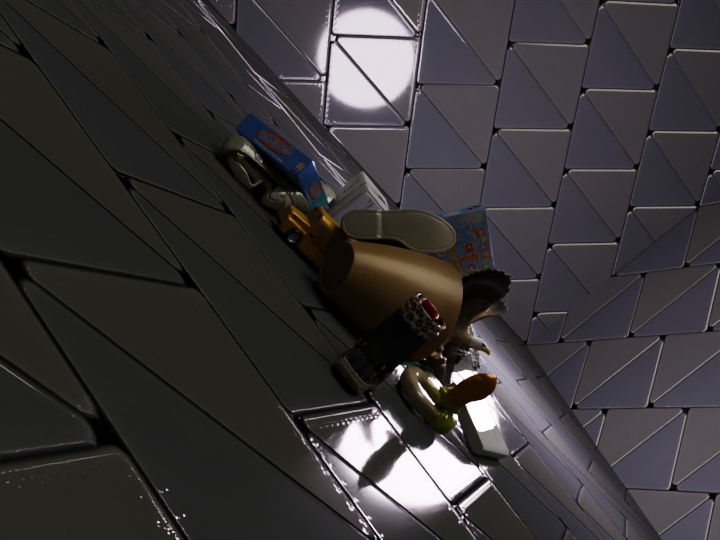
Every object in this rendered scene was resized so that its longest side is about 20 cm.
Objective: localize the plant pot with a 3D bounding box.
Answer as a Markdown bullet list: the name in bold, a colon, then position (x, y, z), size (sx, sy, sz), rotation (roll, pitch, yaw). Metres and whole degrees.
- **plant pot**: position (0.035, 0.031, 1.576), size (0.200, 0.186, 0.186), rotation (27, 20, -33)

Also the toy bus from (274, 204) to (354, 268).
- **toy bus**: position (-0.059, -0.041, 1.657), size (0.200, 0.078, 0.065), rotation (45, 9, -27)

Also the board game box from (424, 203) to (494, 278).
- **board game box**: position (0.136, -0.026, 1.712), size (0.037, 0.200, 0.152), rotation (-105, -177, -70)

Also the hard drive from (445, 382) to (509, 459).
- **hard drive**: position (0.220, 0.283, 1.773), size (0.200, 0.026, 0.132), rotation (31, 34, -64)

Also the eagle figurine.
- **eagle figurine**: position (0.176, 0.093, 1.686), size (0.151, 0.200, 0.152), rotation (40, -19, -29)

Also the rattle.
- **rattle**: position (0.138, 0.169, 1.584), size (0.130, 0.143, 0.200), rotation (30, 17, -5)

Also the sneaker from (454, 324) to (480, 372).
- **sneaker**: position (0.177, 0.104, 1.860), size (0.074, 0.080, 0.200), rotation (27, 53, -57)

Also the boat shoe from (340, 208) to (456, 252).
- **boat shoe**: position (0.064, -0.070, 1.645), size (0.200, 0.073, 0.063), rotation (7, -5, -6)

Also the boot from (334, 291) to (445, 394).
- **boot**: position (0.047, 0.100, 1.350), size (0.073, 0.151, 0.200), rotation (51, 9, 8)

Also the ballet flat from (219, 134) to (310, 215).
- **ballet flat**: position (-0.170, -0.148, 1.661), size (0.200, 0.067, 0.064), rotation (46, 37, -19)

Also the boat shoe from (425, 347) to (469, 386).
- **boat shoe**: position (0.164, 0.138, 1.778), size (0.072, 0.072, 0.200), rotation (31, 54, -62)

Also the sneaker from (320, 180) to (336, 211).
- **sneaker**: position (-0.129, -0.186, 1.916), size (0.130, 0.079, 0.199), rotation (43, 11, -31)

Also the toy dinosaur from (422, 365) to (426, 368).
- **toy dinosaur**: position (0.086, 0.092, 1.774), size (0.106, 0.060, 0.200), rotation (-38, 126, -64)

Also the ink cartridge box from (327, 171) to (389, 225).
- **ink cartridge box**: position (-0.020, -0.105, 1.897), size (0.084, 0.145, 0.200), rotation (49, 9, -14)

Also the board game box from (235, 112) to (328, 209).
- **board game box**: position (-0.139, -0.188, 1.734), size (0.152, 0.045, 0.200), rotation (39, -10, 15)
